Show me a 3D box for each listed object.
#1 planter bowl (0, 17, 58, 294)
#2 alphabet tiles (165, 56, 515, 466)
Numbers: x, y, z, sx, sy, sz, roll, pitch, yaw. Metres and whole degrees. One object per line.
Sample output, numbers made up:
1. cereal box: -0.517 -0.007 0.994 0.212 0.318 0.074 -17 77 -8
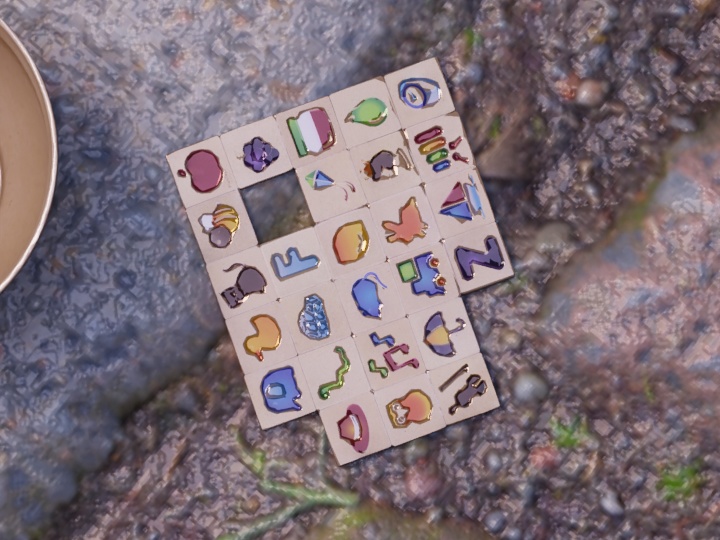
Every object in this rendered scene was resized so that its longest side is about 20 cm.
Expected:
1. planter bowl: -0.257 -0.054 1.425 0.198 0.135 0.202 0 85 -1
2. alphabet tiles: 0.000 0.000 1.491 0.166 0.008 0.201 -20 87 -3
